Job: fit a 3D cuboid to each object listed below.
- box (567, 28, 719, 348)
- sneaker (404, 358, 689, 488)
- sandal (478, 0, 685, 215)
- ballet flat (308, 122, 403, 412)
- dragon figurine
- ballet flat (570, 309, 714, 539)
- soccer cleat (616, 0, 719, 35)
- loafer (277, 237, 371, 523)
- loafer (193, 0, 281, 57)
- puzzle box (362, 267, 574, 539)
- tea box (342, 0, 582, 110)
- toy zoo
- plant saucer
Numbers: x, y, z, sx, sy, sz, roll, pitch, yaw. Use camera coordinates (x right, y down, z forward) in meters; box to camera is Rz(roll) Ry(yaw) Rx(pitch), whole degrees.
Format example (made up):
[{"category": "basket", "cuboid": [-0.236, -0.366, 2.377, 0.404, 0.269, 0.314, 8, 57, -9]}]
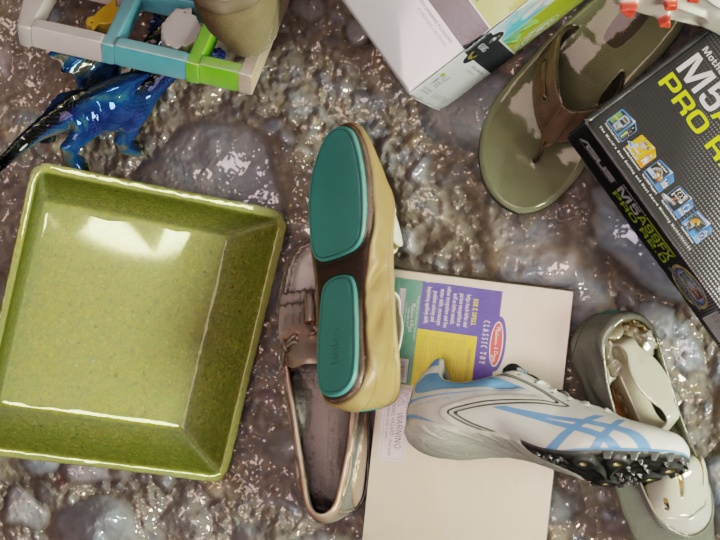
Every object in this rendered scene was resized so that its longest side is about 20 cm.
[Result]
[{"category": "box", "cuboid": [0.259, -0.059, 1.396, 0.160, 0.044, 0.201, -35, 88, -14]}, {"category": "sneaker", "cuboid": [0.126, 0.100, 1.405, 0.198, 0.072, 0.073, 9, 70, 20]}, {"category": "sandal", "cuboid": [0.148, -0.131, 1.431, 0.080, 0.057, 0.202, 36, 98, 5]}, {"category": "ballet flat", "cuboid": [0.000, 0.000, 1.444, 0.068, 0.063, 0.202, -11, 73, 44]}, {"category": "dragon figurine", "cuboid": [-0.183, -0.123, 1.444, 0.059, 0.199, 0.100, 43, 130, 27]}, {"category": "ballet flat", "cuboid": [0.202, 0.122, 1.428, 0.067, 0.064, 0.202, -21, 88, -29]}, {"category": "soccer cleat", "cuboid": [0.216, -0.194, 1.337, 0.069, 0.199, 0.078, -25, 57, 46]}, {"category": "loafer", "cuboid": [-0.023, 0.078, 1.468, 0.071, 0.063, 0.202, -3, 93, 8]}, {"category": "loafer", "cuboid": [-0.091, -0.210, 1.414, 0.075, 0.201, 0.068, -9, 125, 3]}, {"category": "puzzle box", "cuboid": [0.077, 0.104, 1.473, 0.132, 0.025, 0.202, 7, 94, 9]}, {"category": "tea box", "cuboid": [0.063, -0.249, 1.393, 0.196, 0.134, 0.201, -36, 83, 10]}, {"category": "toy zoo", "cuboid": [-0.152, -0.194, 1.452, 0.198, 0.021, 0.132, 13, 51, 8]}, {"category": "plant saucer", "cuboid": [-0.167, 0.035, 1.458, 0.198, 0.048, 0.202, 11, 97, -31]}]
